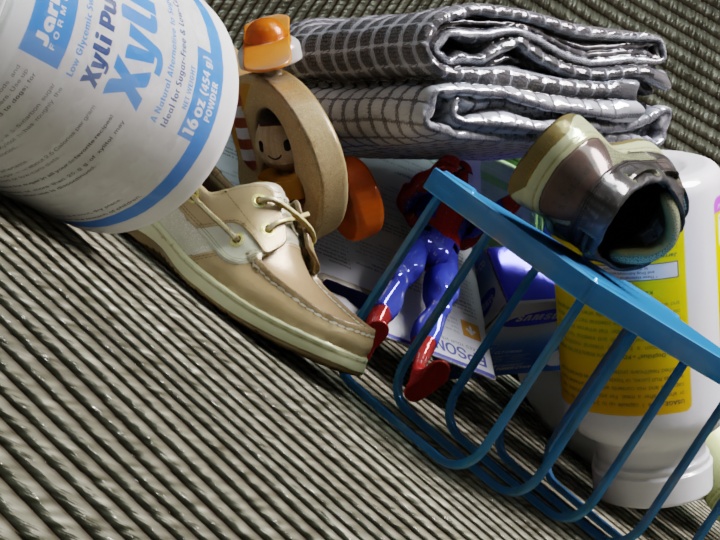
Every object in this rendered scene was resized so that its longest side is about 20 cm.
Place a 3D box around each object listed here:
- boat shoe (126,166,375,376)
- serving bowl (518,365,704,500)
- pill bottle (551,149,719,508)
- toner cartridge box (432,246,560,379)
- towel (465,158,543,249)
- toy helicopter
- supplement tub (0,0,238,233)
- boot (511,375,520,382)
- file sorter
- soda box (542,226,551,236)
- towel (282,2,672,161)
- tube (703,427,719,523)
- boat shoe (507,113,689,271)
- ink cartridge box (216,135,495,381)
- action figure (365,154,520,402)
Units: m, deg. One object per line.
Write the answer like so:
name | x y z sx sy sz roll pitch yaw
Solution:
boat shoe | -0.062 -0.018 1.377 0.200 0.067 0.074 36 6 29
serving bowl | 0.185 0.090 1.782 0.199 0.066 0.200 23 26 -12
pill bottle | 0.168 0.035 1.574 0.104 0.201 0.104 -4 14 1
toner cartridge box | 0.147 0.023 1.677 0.199 0.095 0.043 -4 59 -31
towel | 0.036 -0.074 1.748 0.200 0.031 0.149 28 -24 16
toy helicopter | -0.064 -0.100 1.474 0.200 0.079 0.133 50 -27 40
supplement tub | -0.160 -0.104 1.222 0.132 0.132 0.200 37 6 35
boot | 0.192 0.053 1.929 0.068 0.131 0.200 37 3 34
file sorter | 0.107 0.059 1.402 0.200 0.123 0.139 28 8 -43
soda box | 0.111 -0.061 1.772 0.200 0.064 0.068 35 -23 5
towel | 0.063 -0.111 1.541 0.199 0.086 0.165 -1 0 -39
tube | 0.227 0.122 1.646 0.052 0.058 0.200 -16 61 -44
boat shoe | 0.137 -0.030 1.392 0.066 0.072 0.201 45 10 21
ink cartridge box | -0.020 -0.028 1.573 0.196 0.043 0.200 22 41 -28
action figure | 0.055 -0.021 1.523 0.065 0.099 0.200 35 32 -12
